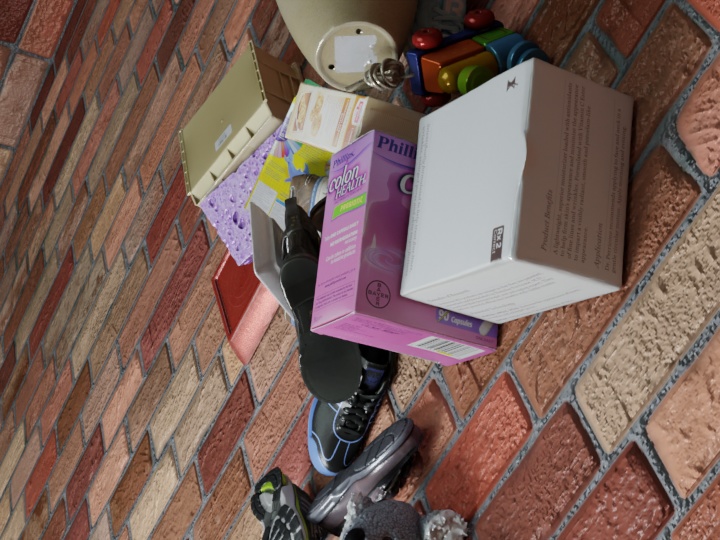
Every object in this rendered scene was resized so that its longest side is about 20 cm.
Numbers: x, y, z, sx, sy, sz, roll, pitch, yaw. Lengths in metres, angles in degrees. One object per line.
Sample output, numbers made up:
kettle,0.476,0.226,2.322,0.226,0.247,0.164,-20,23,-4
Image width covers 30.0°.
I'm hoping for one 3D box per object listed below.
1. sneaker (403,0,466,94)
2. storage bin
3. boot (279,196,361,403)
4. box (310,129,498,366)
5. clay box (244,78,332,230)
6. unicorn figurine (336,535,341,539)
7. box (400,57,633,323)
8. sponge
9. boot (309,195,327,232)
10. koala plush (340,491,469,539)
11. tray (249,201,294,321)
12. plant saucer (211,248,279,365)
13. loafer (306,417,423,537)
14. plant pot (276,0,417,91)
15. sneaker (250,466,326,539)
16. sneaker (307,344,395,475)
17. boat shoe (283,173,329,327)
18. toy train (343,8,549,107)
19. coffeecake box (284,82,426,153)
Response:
sneaker,0.094,-0.294,1.603,0.082,0.073,0.201,-59,31,37
storage bin,-0.171,-0.203,1.997,0.200,0.093,0.199,-47,35,24
boot,-0.047,0.030,1.518,0.174,0.069,0.201,-99,-5,-69
box,0.055,-0.020,1.421,0.097,0.175,0.201,-25,54,56
clay box,-0.062,-0.142,1.782,0.201,0.115,0.048,-62,-14,20
unicorn figurine,-0.029,0.371,1.480,0.200,0.073,0.138,125,158,-44
box,0.151,-0.070,1.314,0.200,0.130,0.200,-21,58,58
sponge,-0.128,-0.109,1.873,0.200,0.030,0.112,-41,74,28
boot,0.000,0.000,1.572,0.186,0.064,0.201,-13,55,37
koala plush,0.013,0.322,1.361,0.176,0.184,0.201,-2,57,38
tray,-0.078,0.010,1.602,0.022,0.200,0.108,-19,52,14
plant saucer,-0.162,0.003,1.978,0.200,0.037,0.200,-60,29,26
loafer,0.016,0.236,1.506,0.200,0.063,0.072,-46,8,37
plant pot,-0.013,-0.301,1.541,0.188,0.186,0.201,-53,28,35
sneaker,-0.071,0.310,1.584,0.074,0.081,0.200,-51,25,16
sneaker,-0.008,0.144,1.571,0.078,0.070,0.201,-1,75,67
boat shoe,-0.076,-0.027,1.754,0.072,0.072,0.201,15,96,24
toy train,0.095,-0.208,1.442,0.116,0.199,0.085,34,141,53
coffeecake box,0.023,-0.159,1.579,0.200,0.153,0.074,26,100,63
